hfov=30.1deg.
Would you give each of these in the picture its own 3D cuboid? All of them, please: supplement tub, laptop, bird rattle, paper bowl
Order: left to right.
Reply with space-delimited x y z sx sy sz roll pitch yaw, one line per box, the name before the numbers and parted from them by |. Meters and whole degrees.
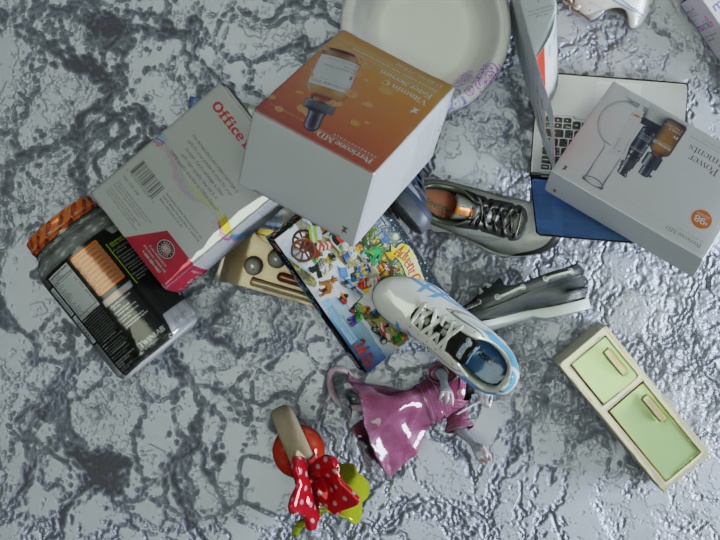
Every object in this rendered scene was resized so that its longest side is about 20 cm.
supplement tub | -0.298 0.018 1.594 0.122 0.123 0.200 -38 91 1
bird rattle | -0.069 0.236 1.574 0.112 0.200 0.164 -30 68 1
paper bowl | 0.075 -0.282 1.590 0.199 0.104 0.202 0 92 1
laptop | 0.301 -0.135 1.588 0.186 0.116 0.202 5 92 0

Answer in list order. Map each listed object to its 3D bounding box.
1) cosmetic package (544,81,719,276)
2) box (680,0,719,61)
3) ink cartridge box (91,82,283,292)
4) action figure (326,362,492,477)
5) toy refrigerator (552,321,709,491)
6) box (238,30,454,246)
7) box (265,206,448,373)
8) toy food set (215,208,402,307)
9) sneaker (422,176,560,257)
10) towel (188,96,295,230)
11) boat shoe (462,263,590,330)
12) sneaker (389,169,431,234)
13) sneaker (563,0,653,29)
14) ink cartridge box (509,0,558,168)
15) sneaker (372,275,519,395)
cosmetic package | 0.337 -0.107 1.544 0.199 0.052 0.151 31 69 13
box | 0.518 -0.312 1.592 0.199 0.097 0.177 -35 94 2
ink cartridge box | -0.185 -0.093 1.550 0.200 0.086 0.148 -38 81 2
action figure | 0.080 0.165 1.625 0.199 0.149 0.135 -23 126 -16
toy refrigerator | 0.327 0.164 1.621 0.076 0.070 0.200 -39 91 2
box | -0.014 -0.149 1.461 0.152 0.200 0.107 28 134 11
box | 0.000 0.000 1.576 0.136 0.038 0.201 -39 108 -12
toy food set | -0.062 -0.029 1.621 0.199 0.060 0.145 16 92 0
sneaker | 0.146 -0.062 1.610 0.199 0.079 0.075 14 90 -1
towel | -0.121 -0.124 1.597 0.198 0.024 0.148 10 89 7
boat shoe | 0.176 0.038 1.619 0.198 0.076 0.061 -11 83 -1
sneaker | 0.049 -0.125 1.566 0.082 0.070 0.200 -31 49 0
sneaker | 0.264 -0.349 1.605 0.199 0.075 0.088 16 97 0
ink cartridge box | 0.215 -0.238 1.531 0.050 0.162 0.201 -16 69 2
sneaker | 0.101 0.071 1.547 0.199 0.072 0.072 35 90 0
